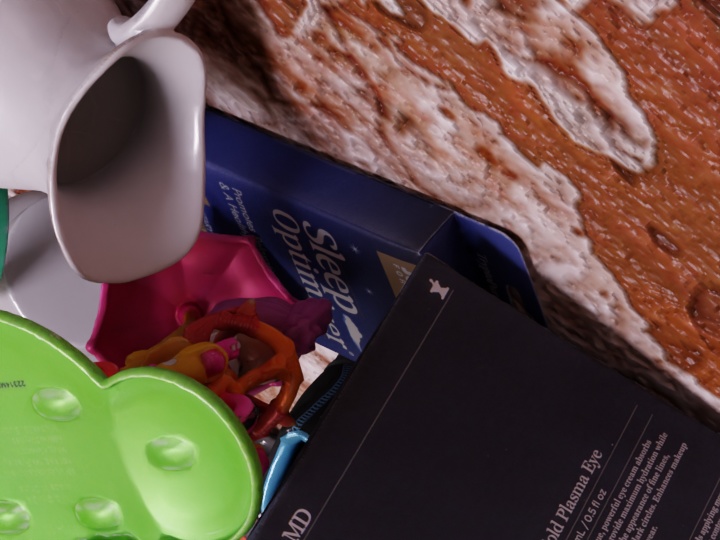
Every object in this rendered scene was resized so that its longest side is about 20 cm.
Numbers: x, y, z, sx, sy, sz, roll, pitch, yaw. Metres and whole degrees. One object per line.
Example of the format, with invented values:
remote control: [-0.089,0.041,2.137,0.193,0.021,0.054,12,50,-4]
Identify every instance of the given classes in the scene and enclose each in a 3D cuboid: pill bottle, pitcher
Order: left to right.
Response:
pitcher: [-0.144,-0.111,1.112,0.200,0.121,0.172,33,114,39]
pill bottle: [-0.171,0.020,1.373,0.111,0.111,0.200,44,157,-6]

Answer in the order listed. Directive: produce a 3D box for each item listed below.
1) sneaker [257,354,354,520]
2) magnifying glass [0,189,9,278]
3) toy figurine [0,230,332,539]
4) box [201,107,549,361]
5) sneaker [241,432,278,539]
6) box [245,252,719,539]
sneaker: [-0.027,0.118,1.297,0.073,0.082,0.200,33,137,20]
magnifying glass: [-0.209,-0.048,1.315,0.200,0.022,0.080,-127,46,-55]
toy figurine: [-0.081,0.042,1.122,0.200,0.184,0.150,-7,112,35]
box: [0.000,0.000,1.175,0.200,0.032,0.121,22,150,35]
sneaker: [-0.014,0.139,1.391,0.200,0.077,0.082,22,144,36]
box: [0.047,0.130,1.072,0.182,0.200,0.104,33,149,0]
